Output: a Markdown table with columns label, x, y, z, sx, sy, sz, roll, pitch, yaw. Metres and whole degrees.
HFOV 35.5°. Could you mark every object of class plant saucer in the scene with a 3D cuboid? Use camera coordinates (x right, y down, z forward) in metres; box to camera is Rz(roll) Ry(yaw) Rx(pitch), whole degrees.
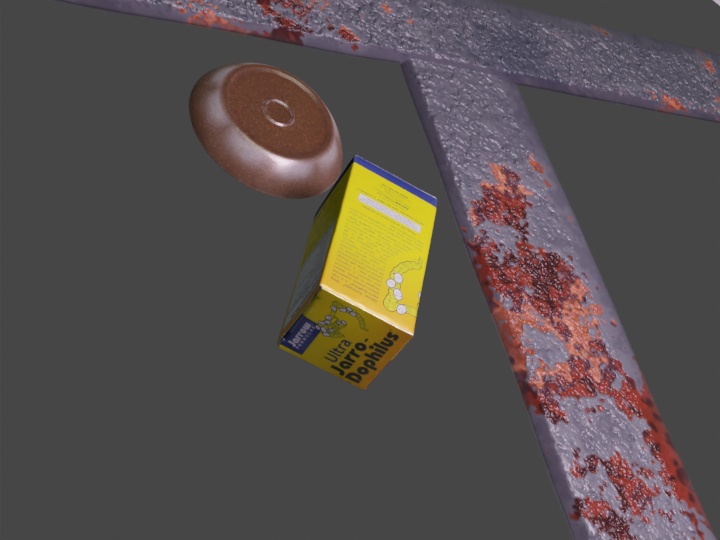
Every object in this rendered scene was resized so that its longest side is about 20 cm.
| label | x | y | z | sx | sy | sz | roll | pitch | yaw |
| --- | --- | --- | --- | --- | --- | --- | --- | --- | --- |
| plant saucer | -0.101 | -0.174 | 1.307 | 0.197 | 0.037 | 0.203 | 19 | 47 | -22 |

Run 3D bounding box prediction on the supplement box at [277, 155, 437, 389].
| label | x | y | z | sx | sy | sz | roll | pitch | yaw |
| --- | --- | --- | --- | --- | --- | --- | --- | --- | --- |
| supplement box | 0.000 | 0.000 | 1.179 | 0.108 | 0.109 | 0.202 | 26 | 45 | -13 |

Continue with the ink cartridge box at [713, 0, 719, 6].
| label | x | y | z | sx | sy | sz | roll | pitch | yaw |
| --- | --- | --- | --- | --- | --- | --- | --- | --- | --- |
| ink cartridge box | 0.709 | -0.584 | 2.142 | 0.067 | 0.117 | 0.201 | 34 | 43 | -8 |
